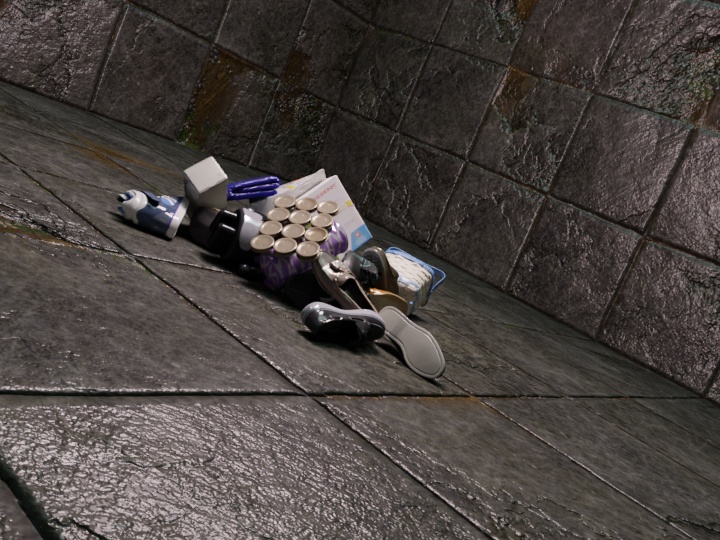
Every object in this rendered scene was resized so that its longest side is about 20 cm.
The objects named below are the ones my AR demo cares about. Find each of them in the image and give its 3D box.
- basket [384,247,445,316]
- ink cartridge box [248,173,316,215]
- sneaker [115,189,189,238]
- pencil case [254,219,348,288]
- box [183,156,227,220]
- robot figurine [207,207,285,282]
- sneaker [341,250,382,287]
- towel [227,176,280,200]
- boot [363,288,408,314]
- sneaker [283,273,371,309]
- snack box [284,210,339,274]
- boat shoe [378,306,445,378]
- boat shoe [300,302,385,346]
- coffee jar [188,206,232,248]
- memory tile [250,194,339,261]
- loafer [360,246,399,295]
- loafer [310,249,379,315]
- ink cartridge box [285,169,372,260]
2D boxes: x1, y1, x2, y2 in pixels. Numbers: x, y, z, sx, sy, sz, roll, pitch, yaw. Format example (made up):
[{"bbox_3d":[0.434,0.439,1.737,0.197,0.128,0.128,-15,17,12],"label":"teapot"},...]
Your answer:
[{"bbox_3d":[0.115,0.018,1.986,0.174,0.141,0.200,26,39,16],"label":"basket"},{"bbox_3d":[-0.174,-0.148,1.947,0.197,0.147,0.145,-20,15,-6],"label":"ink cartridge box"},{"bbox_3d":[-0.459,-0.144,1.649,0.145,0.081,0.200,26,13,-15],"label":"sneaker"},{"bbox_3d":[-0.118,-0.033,1.573,0.198,0.086,0.084,-28,56,-25],"label":"pencil case"},{"bbox_3d":[-0.359,-0.172,1.741,0.069,0.082,0.201,52,-24,13],"label":"box"},{"bbox_3d":[-0.229,-0.057,1.624,0.198,0.153,0.124,21,-7,-26],"label":"robot figurine"},{"bbox_3d":[0.000,0.000,1.663,0.078,0.077,0.200,21,8,9],"label":"sneaker"},{"bbox_3d":[-0.295,-0.195,1.865,0.146,0.050,0.199,-17,11,-26],"label":"towel"},{"bbox_3d":[0.003,0.054,1.755,0.199,0.072,0.144,12,16,-37],"label":"boot"},{"bbox_3d":[-0.085,0.056,1.581,0.198,0.077,0.115,16,-6,-28],"label":"sneaker"},{"bbox_3d":[-0.132,-0.063,1.739,0.143,0.053,0.200,55,-18,-7],"label":"snack box"},{"bbox_3d":[0.105,0.148,1.480,0.200,0.074,0.060,39,-3,42],"label":"boat shoe"},{"bbox_3d":[-0.021,0.109,1.390,0.198,0.070,0.067,20,25,-43],"label":"boat shoe"},{"bbox_3d":[-0.307,-0.093,1.749,0.103,0.087,0.199,26,9,21],"label":"coffee jar"},{"bbox_3d":[-0.132,-0.091,1.562,0.150,0.017,0.201,7,40,12],"label":"memory tile"},{"bbox_3d":[0.050,0.011,1.813,0.074,0.070,0.202,15,-38,27],"label":"loafer"},{"bbox_3d":[-0.023,0.037,1.504,0.071,0.063,0.202,-30,83,-39],"label":"loafer"},{"bbox_3d":[-0.090,-0.128,1.810,0.202,0.128,0.125,60,-20,-12],"label":"ink cartridge box"}]
